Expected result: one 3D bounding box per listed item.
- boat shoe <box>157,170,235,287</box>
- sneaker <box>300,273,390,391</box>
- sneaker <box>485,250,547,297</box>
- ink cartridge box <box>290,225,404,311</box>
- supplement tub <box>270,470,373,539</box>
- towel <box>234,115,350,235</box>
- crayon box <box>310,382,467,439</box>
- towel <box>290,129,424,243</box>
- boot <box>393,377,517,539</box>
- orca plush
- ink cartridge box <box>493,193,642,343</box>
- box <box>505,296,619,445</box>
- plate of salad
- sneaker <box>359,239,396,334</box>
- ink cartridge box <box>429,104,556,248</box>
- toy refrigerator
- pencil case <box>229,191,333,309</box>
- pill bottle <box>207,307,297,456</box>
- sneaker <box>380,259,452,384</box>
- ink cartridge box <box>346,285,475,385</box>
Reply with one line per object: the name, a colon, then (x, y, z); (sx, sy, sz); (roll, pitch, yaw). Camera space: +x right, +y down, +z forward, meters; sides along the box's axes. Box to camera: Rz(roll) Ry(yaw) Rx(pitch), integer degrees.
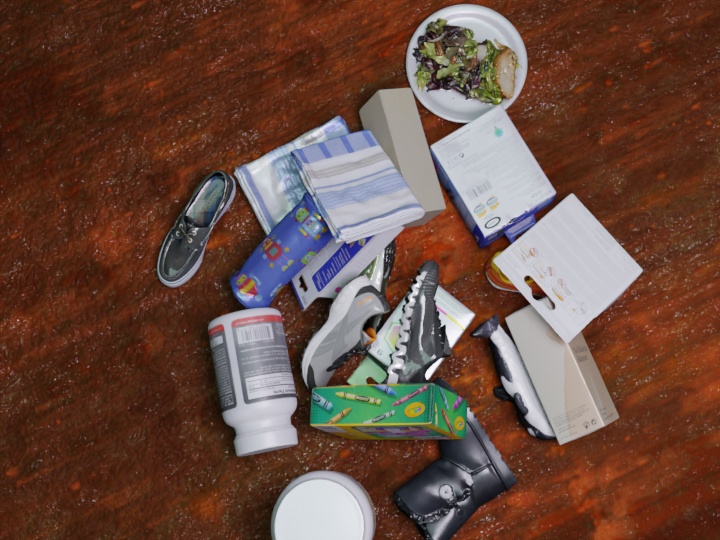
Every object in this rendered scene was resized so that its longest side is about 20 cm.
boat shoe: (-0.262, -0.070, 1.592); (0.068, 0.057, 0.202); (27, 81, 7)
sneaker: (-0.024, 0.106, 1.502); (0.079, 0.074, 0.202); (39, 117, 20)
sneaker: (0.290, 0.009, 1.544); (0.196, 0.077, 0.075); (2, 78, -3)
ink cartridge box: (-0.025, -0.030, 1.545); (0.200, 0.037, 0.095); (-44, 40, 13)
supplement tub: (-0.051, 0.356, 1.427); (0.141, 0.200, 0.148); (0, 79, 2)
towel: (-0.085, -0.141, 1.609); (0.197, 0.024, 0.149); (-27, 80, -3)
crayon box: (0.041, 0.204, 1.455); (0.197, 0.118, 0.059); (-6, 70, 29)
towel: (-0.007, -0.130, 1.506); (0.144, 0.024, 0.201); (-17, 52, -17)
boot: (0.113, 0.284, 1.497); (0.167, 0.076, 0.202); (-34, 86, -8)
orca plush: (0.219, 0.172, 1.518); (0.071, 0.106, 0.201); (-30, 105, 34)
ink cartridge box: (0.300, 0.002, 1.490); (0.199, 0.050, 0.163); (-37, 80, -29)
box: (0.297, 0.144, 1.500); (0.077, 0.095, 0.203); (-28, 79, 26)
plate of salad: (0.171, -0.337, 1.632); (0.196, 0.048, 0.204); (0, 80, 2)
sneaker: (0.000, 0.000, 1.565); (0.087, 0.077, 0.204); (8, 76, 14)
ink cartridge box: (0.209, -0.132, 1.575); (0.135, 0.076, 0.202); (-30, 77, -4)
toy refrigerator: (0.067, -0.175, 1.582); (0.069, 0.076, 0.204); (-10, 77, -29)
pencil case: (-0.114, -0.024, 1.545); (0.200, 0.087, 0.078); (-47, 65, 10)
pill bottle: (-0.157, 0.166, 1.512); (0.113, 0.116, 0.204); (-11, 79, 0)
sneaker: (0.097, 0.089, 1.484); (0.089, 0.066, 0.204); (16, 84, 2)
ink cartridge box: (0.075, 0.118, 1.540); (0.103, 0.059, 0.201); (37, 82, 8)
